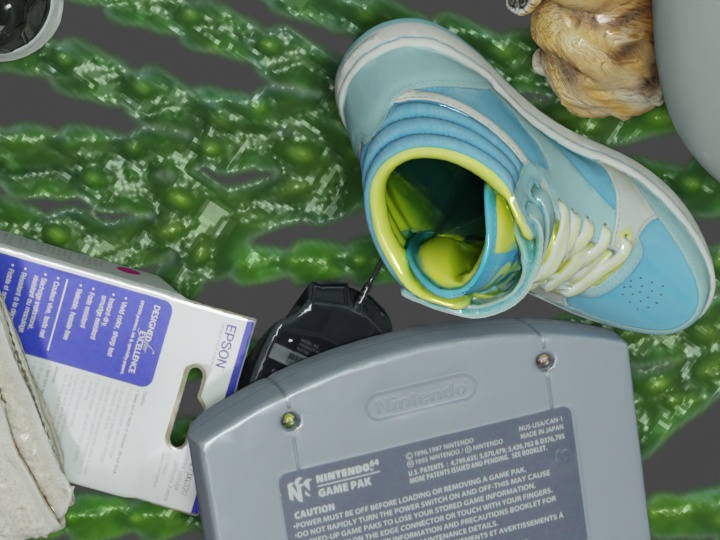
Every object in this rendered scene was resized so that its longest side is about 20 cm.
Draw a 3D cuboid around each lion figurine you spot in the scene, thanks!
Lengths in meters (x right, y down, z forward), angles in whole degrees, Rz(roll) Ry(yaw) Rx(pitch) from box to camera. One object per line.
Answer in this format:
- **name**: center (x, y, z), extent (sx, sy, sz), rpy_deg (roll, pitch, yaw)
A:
- **lion figurine**: center (0.102, -0.160, 1.132), extent (0.122, 0.072, 0.201), rpy_deg (0, 109, -42)

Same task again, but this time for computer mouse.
- **computer mouse**: center (0.000, 0.000, 1.203), extent (0.058, 0.034, 0.201), rpy_deg (28, 93, -23)

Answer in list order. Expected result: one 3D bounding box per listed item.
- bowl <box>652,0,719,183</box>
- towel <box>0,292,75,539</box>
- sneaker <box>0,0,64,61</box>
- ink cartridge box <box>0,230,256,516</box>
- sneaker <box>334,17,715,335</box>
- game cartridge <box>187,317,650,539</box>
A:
- **bowl**: center (0.185, -0.149, 1.091), extent (0.074, 0.201, 0.200), rpy_deg (34, 63, 27)
- **towel**: center (-0.229, 0.072, 1.174), extent (0.199, 0.035, 0.133), rpy_deg (-12, 119, 12)
- **sneaker**: center (-0.184, -0.173, 1.124), extent (0.066, 0.091, 0.201), rpy_deg (-27, 102, 3)
- **ink cartridge box**: center (-0.153, 0.034, 1.199), extent (0.199, 0.037, 0.095), rpy_deg (17, 101, -3)
- **sneaker**: center (0.071, -0.008, 1.131), extent (0.199, 0.131, 0.080), rpy_deg (32, 116, -20)
- **game cartridge**: center (0.027, 0.093, 1.195), extent (0.199, 0.041, 0.134), rpy_deg (-12, 109, -15)
